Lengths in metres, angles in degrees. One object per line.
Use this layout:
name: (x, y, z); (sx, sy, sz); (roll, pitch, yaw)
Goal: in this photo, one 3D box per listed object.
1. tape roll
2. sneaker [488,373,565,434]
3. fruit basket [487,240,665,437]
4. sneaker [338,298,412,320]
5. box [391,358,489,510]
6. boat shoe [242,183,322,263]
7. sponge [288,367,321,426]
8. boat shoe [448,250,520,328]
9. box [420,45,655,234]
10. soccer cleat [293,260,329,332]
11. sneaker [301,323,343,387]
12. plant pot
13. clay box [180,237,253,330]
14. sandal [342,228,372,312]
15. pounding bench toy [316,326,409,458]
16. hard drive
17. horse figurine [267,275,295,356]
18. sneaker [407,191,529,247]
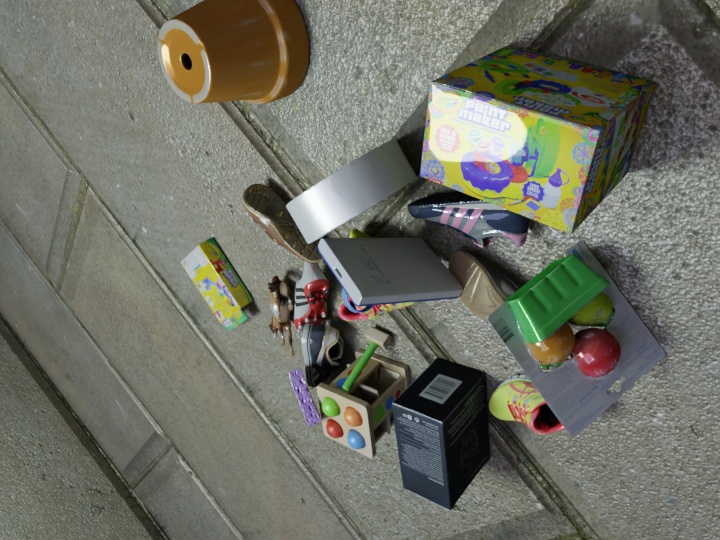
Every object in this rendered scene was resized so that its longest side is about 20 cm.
tape roll: (-0.014, -0.122, 0.983); (0.202, 0.202, 0.071); (-26, 98, 48)
sneaker: (0.278, 0.219, 1.015); (0.199, 0.090, 0.079); (-20, 104, 49)
fruit basket: (0.294, 0.091, 0.871); (0.201, 0.185, 0.094); (54, 168, -5)
sneaker: (0.036, 0.048, 1.116); (0.199, 0.090, 0.079); (-29, 93, 47)
box: (0.148, 0.289, 1.135); (0.106, 0.148, 0.202); (13, 123, 37)
boat shoe: (-0.146, -0.085, 1.231); (0.200, 0.072, 0.068); (41, 157, 9)
sponge: (-0.115, 0.257, 1.307); (0.200, 0.030, 0.113); (116, 131, -80)
boat shoe: (0.214, 0.042, 0.979); (0.200, 0.064, 0.072); (48, 132, 34)
box: (0.208, -0.167, 0.756); (0.199, 0.192, 0.123); (26, 131, 28)
soccer cleat: (-0.101, 0.055, 1.282); (0.201, 0.068, 0.086); (106, 151, -56)
sneaker: (-0.075, 0.184, 1.321); (0.078, 0.079, 0.201); (4, 144, 4)
plant pot: (-0.216, -0.357, 1.027); (0.199, 0.183, 0.202); (22, 129, 31)
clay box: (-0.329, 0.035, 1.485); (0.115, 0.048, 0.201); (-29, 96, 48)
sandal: (0.000, 0.000, 1.064); (0.079, 0.201, 0.087); (29, 114, -18)
pounding bench toy: (0.001, 0.228, 1.224); (0.123, 0.156, 0.202); (15, 125, 35)
hard drive: (0.047, -0.002, 0.976); (0.132, 0.198, 0.026); (54, 132, 37)
horse figurine: (-0.169, 0.084, 1.345); (0.133, 0.049, 0.202); (-115, 19, -50)
sneaker: (0.157, -0.073, 0.953); (0.199, 0.070, 0.083); (6, 117, 42)
